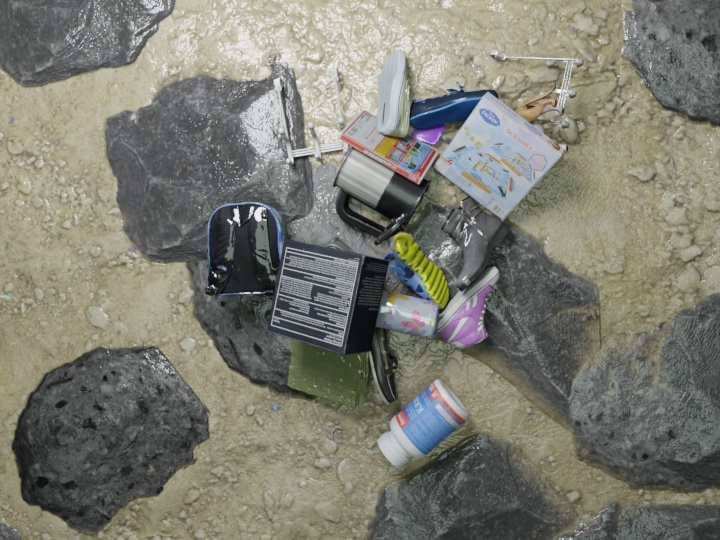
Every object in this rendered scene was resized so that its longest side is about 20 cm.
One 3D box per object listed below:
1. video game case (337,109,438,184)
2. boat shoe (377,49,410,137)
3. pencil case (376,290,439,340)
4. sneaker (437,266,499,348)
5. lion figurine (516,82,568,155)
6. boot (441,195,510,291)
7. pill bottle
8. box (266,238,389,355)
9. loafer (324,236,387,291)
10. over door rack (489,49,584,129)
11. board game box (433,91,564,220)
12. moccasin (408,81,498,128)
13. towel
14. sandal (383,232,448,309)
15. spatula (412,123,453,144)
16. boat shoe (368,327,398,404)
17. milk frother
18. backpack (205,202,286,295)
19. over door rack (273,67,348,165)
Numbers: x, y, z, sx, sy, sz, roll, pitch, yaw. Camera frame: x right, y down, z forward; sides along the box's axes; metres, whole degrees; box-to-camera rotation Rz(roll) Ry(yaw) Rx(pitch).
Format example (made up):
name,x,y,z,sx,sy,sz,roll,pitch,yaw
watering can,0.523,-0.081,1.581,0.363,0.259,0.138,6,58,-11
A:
name,x,y,z,sx,sy,sz,roll,pitch,yaw
video game case,0.065,-0.274,1.250,0.200,0.143,0.017,30,132,2
boat shoe,0.079,-0.389,1.269,0.062,0.072,0.201,14,79,-35
pencil case,0.074,0.096,1.254,0.199,0.083,0.091,10,115,9
sneaker,0.265,0.090,1.291,0.114,0.073,0.201,40,107,-3
lion figurine,0.368,-0.292,1.215,0.122,0.072,0.200,5,121,34
boot,0.229,-0.060,1.267,0.132,0.070,0.200,35,68,3
pill bottle,0.138,0.352,1.293,0.200,0.112,0.112,-43,90,5
box,-0.069,0.053,1.184,0.200,0.123,0.199,13,91,29
loafer,0.000,0.000,1.304,0.072,0.063,0.200,-34,107,32
over door rack,0.370,-0.396,1.253,0.199,0.067,0.148,13,95,17
board game box,0.289,-0.239,1.220,0.200,0.041,0.200,38,133,2
moccasin,0.198,-0.369,1.241,0.199,0.080,0.068,-6,67,17
towel,-0.075,0.227,1.317,0.199,0.036,0.149,10,101,20
sandal,0.124,0.009,1.299,0.087,0.079,0.200,-30,100,42
spatula,0.215,-0.286,1.288,0.200,0.021,0.057,27,91,1
boat shoe,0.054,0.206,1.310,0.060,0.072,0.202,-18,90,9
milk frother,0.030,-0.161,1.222,0.188,0.200,0.181,29,96,2
backpack,-0.248,-0.052,1.278,0.182,0.147,0.201,-1,98,5
over door rack,-0.111,-0.348,1.280,0.147,0.067,0.201,-8,93,4
